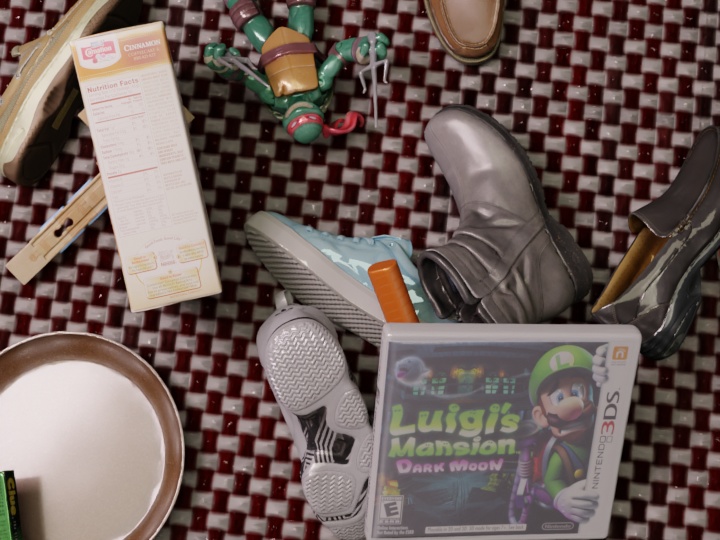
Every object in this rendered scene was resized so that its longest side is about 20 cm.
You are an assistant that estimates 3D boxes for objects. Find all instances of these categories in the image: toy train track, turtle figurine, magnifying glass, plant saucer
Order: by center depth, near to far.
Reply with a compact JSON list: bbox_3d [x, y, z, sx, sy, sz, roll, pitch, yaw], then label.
[{"bbox_3d":[0.051,0.085,1.049,0.079,0.022,0.202,-12,112,27],"label":"magnifying glass"},{"bbox_3d":[-0.239,0.151,1.087,0.198,0.032,0.203,0,80,0],"label":"plant saucer"},{"bbox_3d":[-0.061,-0.179,1.113,0.148,0.101,0.202,-10,63,-16],"label":"turtle figurine"},{"bbox_3d":[-0.219,-0.067,1.127,0.200,0.033,0.115,-44,101,-1],"label":"toy train track"}]

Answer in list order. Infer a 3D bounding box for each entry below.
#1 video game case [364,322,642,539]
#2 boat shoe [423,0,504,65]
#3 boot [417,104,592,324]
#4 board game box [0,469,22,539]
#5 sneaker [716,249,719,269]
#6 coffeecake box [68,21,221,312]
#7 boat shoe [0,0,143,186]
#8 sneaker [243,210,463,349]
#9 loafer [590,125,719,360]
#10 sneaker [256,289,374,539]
[{"bbox_3d":[0.107,0.127,1.025,0.197,0.023,0.184,1,113,-9],"label":"video game case"},{"bbox_3d":[0.088,-0.280,1.143,0.071,0.068,0.203,-5,80,-1],"label":"boat shoe"},{"bbox_3d":[0.090,-0.034,1.063,0.131,0.070,0.201,-29,77,-38],"label":"boot"},{"bbox_3d":[-0.362,0.225,1.058,0.198,0.023,0.106,-10,81,10],"label":"board game box"},{"bbox_3d":[0.334,0.020,1.076,0.076,0.082,0.203,1,80,1],"label":"sneaker"},{"bbox_3d":[-0.165,-0.084,1.037,0.072,0.154,0.202,-12,99,-6],"label":"coffeecake box"},{"bbox_3d":[-0.263,-0.174,1.133,0.076,0.072,0.201,30,81,18],"label":"boat shoe"},{"bbox_3d":[0.000,0.000,1.099,0.199,0.074,0.082,34,64,4],"label":"sneaker"},{"bbox_3d":[0.252,-0.032,1.084,0.072,0.073,0.202,25,79,-15],"label":"loafer"},{"bbox_3d":[-0.028,0.111,1.072,0.074,0.115,0.202,-20,114,-2],"label":"sneaker"}]
